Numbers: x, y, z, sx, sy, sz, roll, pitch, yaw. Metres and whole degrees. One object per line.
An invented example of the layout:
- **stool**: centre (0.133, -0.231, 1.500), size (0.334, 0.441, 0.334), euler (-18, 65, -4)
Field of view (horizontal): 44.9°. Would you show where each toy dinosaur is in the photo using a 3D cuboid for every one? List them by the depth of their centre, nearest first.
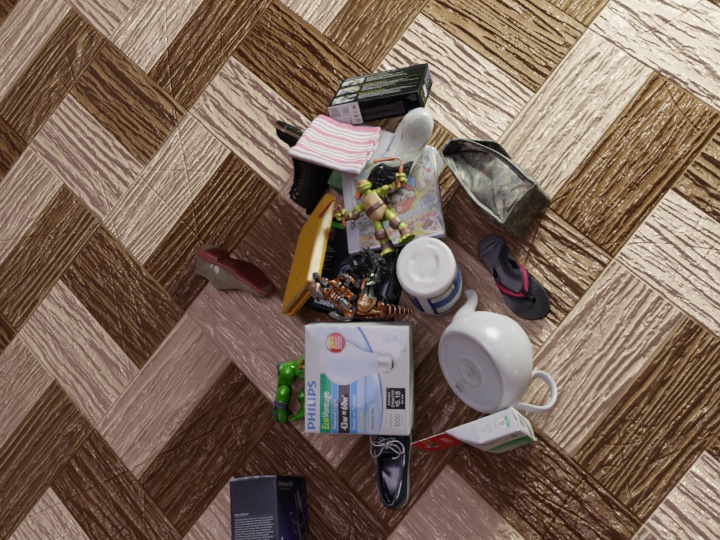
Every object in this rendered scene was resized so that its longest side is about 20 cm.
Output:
- **toy dinosaur**: centre (0.000, 0.043, 1.643), size (0.101, 0.198, 0.138), euler (-19, 47, 50)

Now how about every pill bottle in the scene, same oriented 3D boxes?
- **pill bottle**: centre (0.136, 0.020, 1.645), size (0.109, 0.200, 0.113), euler (-4, 73, 12)

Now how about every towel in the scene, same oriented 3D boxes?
- **towel**: centre (-0.046, -0.249, 1.697), size (0.143, 0.201, 0.030), euler (15, 121, 7)

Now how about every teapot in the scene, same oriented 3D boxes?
- **teapot**: centre (0.251, 0.157, 1.607), size (0.196, 0.145, 0.204), euler (10, 121, 51)

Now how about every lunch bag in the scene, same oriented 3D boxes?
- **lunch bag**: centre (0.252, -0.175, 1.672), size (0.200, 0.164, 0.118), euler (44, 100, 23)

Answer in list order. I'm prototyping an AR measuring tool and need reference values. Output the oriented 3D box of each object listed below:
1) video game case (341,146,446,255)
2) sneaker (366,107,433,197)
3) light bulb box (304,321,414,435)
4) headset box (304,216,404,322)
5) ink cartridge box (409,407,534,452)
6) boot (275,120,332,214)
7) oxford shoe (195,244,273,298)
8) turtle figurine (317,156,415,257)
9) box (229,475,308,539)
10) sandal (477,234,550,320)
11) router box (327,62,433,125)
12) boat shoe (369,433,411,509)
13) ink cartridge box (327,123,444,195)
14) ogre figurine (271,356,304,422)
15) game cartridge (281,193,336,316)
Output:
- **video game case**: centre (0.062, -0.136, 1.715), size (0.196, 0.023, 0.186), euler (-11, 72, 15)
- **sneaker**: centre (0.078, -0.224, 1.695), size (0.071, 0.073, 0.202), euler (33, 101, -4)
- **light bulb box**: centre (-0.001, 0.197, 1.624), size (0.196, 0.125, 0.203), euler (-1, 89, 8)
- **headset box**: centre (0.000, 0.000, 1.764), size (0.171, 0.093, 0.204), euler (14, 82, 22)
- **ink cartridge box**: centre (0.206, 0.310, 1.577), size (0.197, 0.161, 0.051), euler (-24, 67, 13)
- **boot**: centre (-0.127, -0.208, 1.806), size (0.139, 0.199, 0.077), euler (-55, 41, 5)
- **oxford shoe**: centre (-0.275, 0.017, 1.890), size (0.198, 0.070, 0.076), euler (30, 115, 22)
- **turtle figurine**: centre (0.026, -0.108, 1.667), size (0.198, 0.064, 0.163), euler (-32, 79, 14)
- **box**: centre (-0.174, 0.501, 1.681), size (0.102, 0.148, 0.204), euler (-9, 75, 18)
- **sandal**: centre (0.289, 0.013, 1.678), size (0.075, 0.045, 0.201), euler (-38, 68, 8)
- **router box**: centre (0.043, -0.365, 1.812), size (0.196, 0.052, 0.150), euler (-6, 33, 19)
- **boat shoe**: centre (0.056, 0.354, 1.676), size (0.073, 0.062, 0.204), euler (-4, 76, 21)
- **ink cartridge box**: centre (0.054, -0.201, 1.795), size (0.197, 0.084, 0.147), euler (23, 85, 24)
- **ogre figurine**: centre (-0.094, 0.228, 1.750), size (0.197, 0.098, 0.122), euler (-17, 89, 32)
- **game cartridge**: centre (-0.103, -0.029, 1.756), size (0.032, 0.176, 0.203), euler (20, 61, -14)
